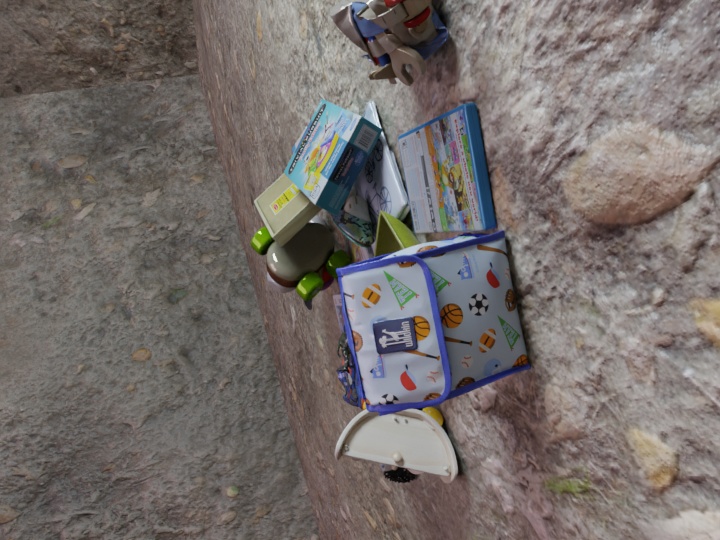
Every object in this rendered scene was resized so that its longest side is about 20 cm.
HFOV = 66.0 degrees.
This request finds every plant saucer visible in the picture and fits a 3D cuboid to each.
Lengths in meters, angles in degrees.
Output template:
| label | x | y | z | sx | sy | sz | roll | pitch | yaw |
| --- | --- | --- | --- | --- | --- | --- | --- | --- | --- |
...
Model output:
| label | x | y | z | sx | sy | sz | roll | pitch | yaw |
| --- | --- | --- | --- | --- | --- | --- | --- | --- | --- |
| plant saucer | 0.079 | 0.038 | 0.873 | 0.202 | 0.047 | 0.201 | 96 | 154 | -47 |

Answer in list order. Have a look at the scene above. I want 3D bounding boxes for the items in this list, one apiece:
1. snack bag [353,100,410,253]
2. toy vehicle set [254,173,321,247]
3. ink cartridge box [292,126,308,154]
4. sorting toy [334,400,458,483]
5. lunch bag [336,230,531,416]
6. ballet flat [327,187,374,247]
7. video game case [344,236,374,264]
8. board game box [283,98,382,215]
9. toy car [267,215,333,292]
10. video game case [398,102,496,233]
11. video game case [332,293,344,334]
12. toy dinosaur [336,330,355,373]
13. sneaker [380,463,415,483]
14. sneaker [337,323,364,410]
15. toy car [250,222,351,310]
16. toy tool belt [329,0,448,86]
| label | x | y | z | sx | sy | sz | roll | pitch | yaw |
| --- | --- | --- | --- | --- | --- | --- | --- | --- | --- |
| snack bag | 0.026 | -0.151 | 0.947 | 0.189 | 0.021 | 0.203 | 118 | 139 | -63 |
| toy vehicle set | -0.136 | -0.134 | 1.066 | 0.027 | 0.124 | 0.200 | 46 | -177 | -32 |
| ink cartridge box | -0.083 | -0.230 | 1.149 | 0.200 | 0.067 | 0.117 | 166 | 91 | -72 |
| sorting toy | 0.055 | 0.312 | 0.965 | 0.181 | 0.196 | 0.108 | 101 | -179 | -54 |
| lunch bag | 0.079 | 0.056 | 0.638 | 0.124 | 0.197 | 0.173 | 177 | 80 | -72 |
| ballet flat | -0.022 | -0.111 | 0.989 | 0.200 | 0.073 | 0.075 | -132 | 33 | -52 |
| video game case | 0.000 | 0.000 | 1.101 | 0.202 | 0.022 | 0.184 | 98 | 159 | -50 |
| board game box | -0.054 | -0.198 | 0.938 | 0.153 | 0.046 | 0.200 | -60 | 31 | 10 |
| toy car | -0.125 | -0.019 | 1.339 | 0.149 | 0.176 | 0.200 | 37 | 156 | 2 |
| video game case | 0.106 | -0.122 | 0.726 | 0.200 | 0.018 | 0.146 | -172 | 71 | -72 |
| video game case | -0.013 | 0.150 | 1.279 | 0.182 | 0.023 | 0.204 | 166 | 90 | -73 |
| toy dinosaur | -0.011 | 0.135 | 1.013 | 0.200 | 0.047 | 0.090 | 125 | 150 | -55 |
| sneaker | 0.059 | 0.348 | 1.091 | 0.073 | 0.071 | 0.202 | -77 | -34 | -52 |
| sneaker | -0.017 | 0.201 | 1.158 | 0.075 | 0.077 | 0.204 | -30 | -63 | -62 |
| toy car | -0.134 | 0.004 | 1.167 | 0.164 | 0.157 | 0.201 | 43 | 147 | 13 |
| toy tool belt | 0.051 | -0.284 | 0.662 | 0.123 | 0.124 | 0.200 | 50 | -179 | -31 |
